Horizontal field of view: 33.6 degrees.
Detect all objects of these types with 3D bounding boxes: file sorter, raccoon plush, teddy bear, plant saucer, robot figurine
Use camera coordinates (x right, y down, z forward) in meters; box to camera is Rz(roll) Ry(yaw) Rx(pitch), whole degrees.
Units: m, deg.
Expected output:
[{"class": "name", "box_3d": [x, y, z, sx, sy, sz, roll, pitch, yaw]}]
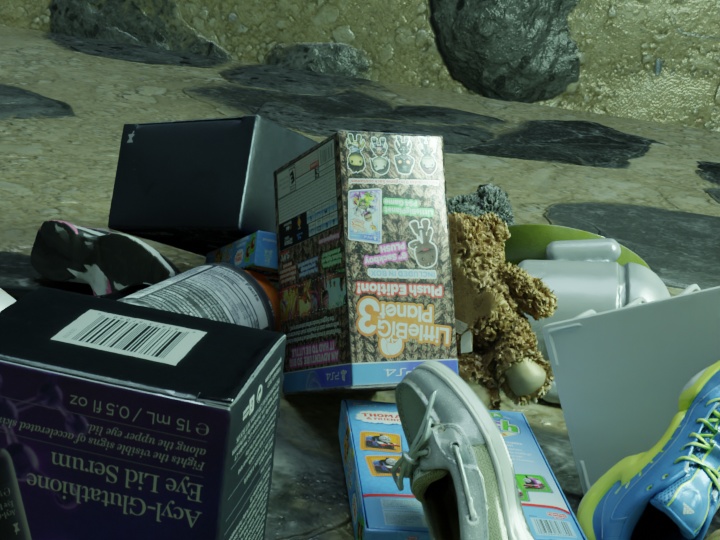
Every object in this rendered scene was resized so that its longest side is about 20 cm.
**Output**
[{"class": "file sorter", "box_3d": [0.268, 0.081, 0.928, 0.198, 0.141, 0.124, -15, 1, 29]}, {"class": "raccoon plush", "box_3d": [0.127, -0.046, 1.478, 0.132, 0.098, 0.200, -7, 21, -18]}, {"class": "teddy bear", "box_3d": [0.108, 0.044, 1.069, 0.067, 0.145, 0.201, 30, 20, -48]}, {"class": "plant saucer", "box_3d": [0.207, 0.013, 1.256, 0.197, 0.031, 0.200, 13, -23, 5]}, {"class": "robot figurine", "box_3d": [0.210, 0.049, 1.128, 0.197, 0.172, 0.113, 1, -21, 10]}]

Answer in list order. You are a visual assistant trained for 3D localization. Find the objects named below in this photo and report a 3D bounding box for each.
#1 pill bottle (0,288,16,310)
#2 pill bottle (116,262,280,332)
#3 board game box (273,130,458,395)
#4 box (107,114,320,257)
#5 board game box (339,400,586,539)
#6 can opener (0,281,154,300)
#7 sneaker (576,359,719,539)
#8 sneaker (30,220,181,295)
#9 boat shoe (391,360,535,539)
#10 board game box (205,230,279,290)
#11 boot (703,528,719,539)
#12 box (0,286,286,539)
[{"class": "pill bottle", "box_3d": [-0.323, 0.051, 0.941, 0.103, 0.106, 0.199, -7, 22, -39]}, {"class": "pill bottle", "box_3d": [-0.139, 0.055, 1.005, 0.105, 0.108, 0.200, 14, 17, 20]}, {"class": "board game box", "box_3d": [0.000, 0.000, 1.000, 0.096, 0.203, 0.159, 0, -7, -23]}, {"class": "box", "box_3d": [-0.123, -0.077, 1.252, 0.195, 0.119, 0.199, 2, -10, 38]}, {"class": "board game box", "box_3d": [0.066, 0.155, 0.867, 0.149, 0.037, 0.200, 5, 19, -7]}, {"class": "can opener", "box_3d": [-0.255, 0.046, 1.089, 0.197, 0.079, 0.064, 2, 56, -7]}, {"class": "sneaker", "box_3d": [0.234, 0.135, 0.800, 0.076, 0.200, 0.105, 42, 6, -6]}, {"class": "sneaker", "box_3d": [-0.240, -0.007, 1.215, 0.199, 0.081, 0.086, 26, 14, 32]}, {"class": "boat shoe", "box_3d": [0.059, 0.149, 0.730, 0.064, 0.075, 0.204, -8, 63, -21]}, {"class": "board game box", "box_3d": [-0.059, 0.000, 1.175, 0.149, 0.037, 0.200, 10, -7, -19]}, {"class": "boot", "box_3d": [0.300, 0.183, 0.875, 0.173, 0.067, 0.200, 10, 14, -6]}, {"class": "box", "box_3d": [-0.128, 0.127, 0.622, 0.146, 0.203, 0.104, 9, 17, 9]}]
